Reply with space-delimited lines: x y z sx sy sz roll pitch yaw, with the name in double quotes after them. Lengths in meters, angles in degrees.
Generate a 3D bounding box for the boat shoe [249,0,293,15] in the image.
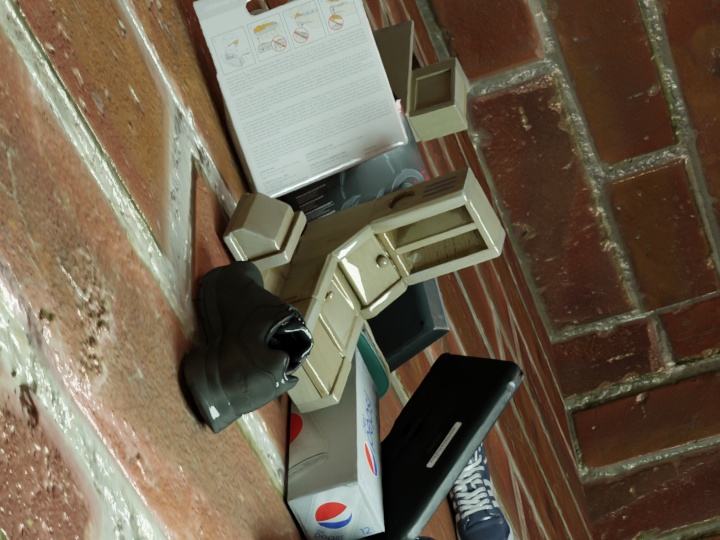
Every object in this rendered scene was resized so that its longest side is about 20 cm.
-0.080 -0.262 1.862 0.200 0.075 0.060 -34 146 -64 "boat shoe"

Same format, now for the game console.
0.073 0.187 1.511 0.116 0.200 0.176 46 -23 -26 "game console"

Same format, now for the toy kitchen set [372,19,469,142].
0.048 -0.164 1.915 0.181 0.199 0.164 57 27 -42 "toy kitchen set"

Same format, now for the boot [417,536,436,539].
0.058 0.347 1.475 0.200 0.070 0.132 -112 -158 -48 "boot"

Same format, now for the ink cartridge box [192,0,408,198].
-0.060 -0.186 1.580 0.050 0.161 0.201 -159 -132 -73 "ink cartridge box"

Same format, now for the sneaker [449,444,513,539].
0.144 0.284 2.132 0.200 0.070 0.109 -104 176 -59 "sneaker"

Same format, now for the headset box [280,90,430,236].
-0.009 -0.092 1.697 0.200 0.149 0.077 67 -6 -31 "headset box"

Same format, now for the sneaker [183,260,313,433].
-0.080 0.051 1.283 0.200 0.091 0.076 -93 160 -59 "sneaker"

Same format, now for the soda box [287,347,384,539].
-0.022 0.156 1.471 0.200 0.068 0.064 -91 159 -57 "soda box"

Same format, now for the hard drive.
0.026 0.005 1.826 0.033 0.140 0.201 5 61 -36 "hard drive"

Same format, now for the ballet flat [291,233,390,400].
-0.027 0.046 1.677 0.070 0.069 0.201 -80 152 -69 "ballet flat"

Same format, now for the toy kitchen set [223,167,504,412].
0.001 -0.016 1.464 0.163 0.180 0.200 59 28 -26 "toy kitchen set"
